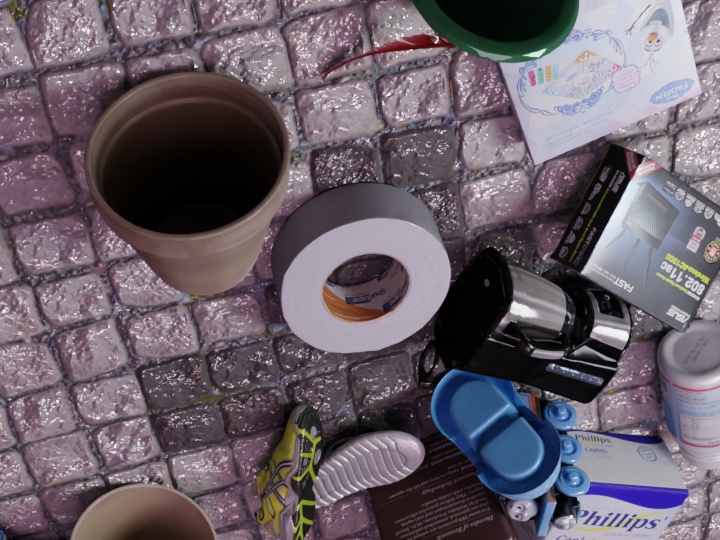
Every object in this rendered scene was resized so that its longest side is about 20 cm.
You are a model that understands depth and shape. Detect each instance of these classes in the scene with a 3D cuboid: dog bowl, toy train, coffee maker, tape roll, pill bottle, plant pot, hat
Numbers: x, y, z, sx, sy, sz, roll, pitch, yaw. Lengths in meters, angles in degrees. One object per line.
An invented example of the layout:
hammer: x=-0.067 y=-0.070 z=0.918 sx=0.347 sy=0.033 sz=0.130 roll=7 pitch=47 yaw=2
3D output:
dog bowl: x=0.172 y=0.203 z=1.666 sx=0.111 sy=0.200 sz=0.050 roll=-39 pitch=143 yaw=-4
toy train: x=0.223 y=0.244 z=1.716 sx=0.113 sy=0.201 sz=0.087 roll=2 pitch=133 yaw=-4
coffee maker: x=0.200 y=0.080 z=1.627 sx=0.198 sy=0.136 sz=0.192 roll=18 pitch=147 yaw=-27
tape roll: x=0.000 y=0.000 z=1.526 sx=0.198 sy=0.066 sz=0.202 roll=-8 pitch=131 yaw=-9
pill bottle: x=0.453 y=0.169 z=1.770 sx=0.108 sy=0.109 sz=0.201 roll=-18 pitch=133 yaw=1
plant pot: x=-0.166 y=-0.067 z=1.355 sx=0.198 sy=0.202 sz=0.174 roll=-10 pitch=148 yaw=-7
plant pot: x=-0.285 y=0.407 z=1.742 sx=0.185 sy=0.189 sz=0.201 roll=-1 pitch=145 yaw=-14
hat: x=0.096 y=-0.246 z=1.339 sx=0.198 sy=0.167 sz=0.176 roll=27 pitch=155 yaw=-2

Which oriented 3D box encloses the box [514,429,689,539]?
box: x=0.323 y=0.330 z=1.878 sx=0.182 sy=0.105 sz=0.201 roll=7 pitch=127 yaw=-22

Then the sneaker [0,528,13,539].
sneaker: x=-0.445 y=0.372 z=1.716 sx=0.198 sy=0.078 sz=0.091 roll=-7 pitch=106 yaw=-30

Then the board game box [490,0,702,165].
board game box: x=0.242 y=-0.231 z=1.407 sx=0.198 sy=0.044 sz=0.200 roll=-23 pitch=131 yaw=5

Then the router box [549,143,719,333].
router box: x=0.333 y=-0.035 z=1.551 sx=0.199 sy=0.062 sz=0.151 roll=26 pitch=94 yaw=-33

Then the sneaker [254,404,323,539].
sneaker: x=-0.097 y=0.260 z=1.718 sx=0.076 sy=0.075 sz=0.202 roll=19 pitch=115 yaw=20

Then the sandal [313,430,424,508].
sandal: x=-0.008 y=0.247 z=1.755 sx=0.201 sy=0.050 sz=0.083 roll=-25 pitch=119 yaw=24

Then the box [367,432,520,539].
box: x=0.119 y=0.347 z=1.770 sx=0.163 sy=0.201 sz=0.167 roll=-22 pitch=133 yaw=4
